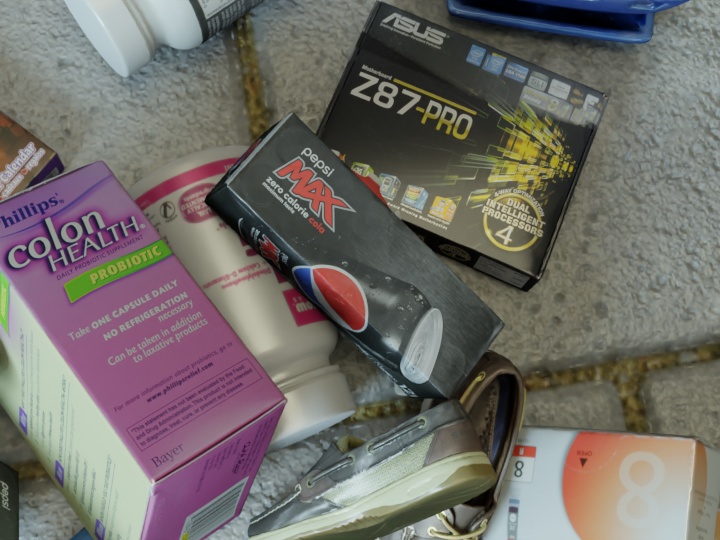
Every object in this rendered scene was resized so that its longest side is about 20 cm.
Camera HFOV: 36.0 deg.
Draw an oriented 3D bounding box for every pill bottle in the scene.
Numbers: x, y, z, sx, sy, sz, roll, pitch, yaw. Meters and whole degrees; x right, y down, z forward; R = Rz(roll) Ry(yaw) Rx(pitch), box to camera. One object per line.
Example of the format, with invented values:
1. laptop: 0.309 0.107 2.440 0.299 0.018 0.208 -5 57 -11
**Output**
1. pill bottle: -0.123 -0.241 0.837 0.200 0.116 0.117 -37 83 -13
2. pill bottle: -0.084 0.025 0.777 0.113 0.113 0.201 -22 80 -11

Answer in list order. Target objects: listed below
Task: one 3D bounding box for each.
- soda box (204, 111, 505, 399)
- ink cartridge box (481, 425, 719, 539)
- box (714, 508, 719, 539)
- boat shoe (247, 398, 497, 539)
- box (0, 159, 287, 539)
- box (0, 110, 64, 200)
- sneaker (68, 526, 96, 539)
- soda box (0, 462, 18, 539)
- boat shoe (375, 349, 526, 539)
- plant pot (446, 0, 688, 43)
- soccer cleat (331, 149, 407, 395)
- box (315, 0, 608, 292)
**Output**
1. soda box: -0.003 -0.005 0.721 0.200 0.063 0.071 44 71 -12
2. ink cartridge box: 0.148 0.207 0.739 0.050 0.162 0.201 29 67 -41
3. box: 0.269 0.276 0.755 0.151 0.106 0.201 11 75 -3
4. boat shoe: 0.001 0.143 0.741 0.072 0.200 0.066 17 54 -47
5. box: -0.155 0.069 0.701 0.096 0.176 0.200 -30 69 -31
6. box: -0.335 -0.046 0.806 0.137 0.039 0.200 36 76 4
7. sneaker: -0.183 0.209 0.741 0.200 0.078 0.066 -39 81 -15
8. soda box: -0.253 0.193 0.671 0.063 0.200 0.071 -39 126 10
9. boat shoe: 0.063 0.152 0.767 0.071 0.059 0.201 18 90 -20
10. plant pot: 0.163 -0.291 0.845 0.198 0.180 0.202 7 76 -3
11. soccer cleat: 0.000 0.000 0.787 0.200 0.068 0.085 52 50 -15
12. box: 0.071 -0.096 0.855 0.199 0.049 0.162 24 74 2
